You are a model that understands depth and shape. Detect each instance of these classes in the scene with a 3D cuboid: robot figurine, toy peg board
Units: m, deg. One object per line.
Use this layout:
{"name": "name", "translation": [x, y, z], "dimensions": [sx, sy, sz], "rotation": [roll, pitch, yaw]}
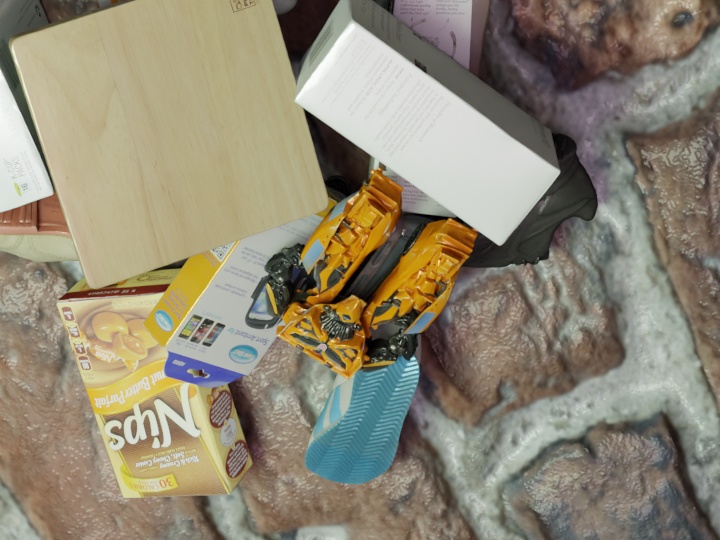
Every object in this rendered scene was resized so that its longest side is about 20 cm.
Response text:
{"name": "robot figurine", "translation": [0.001, 0.012, 1.550], "dimensions": [0.144, 0.058, 0.200], "rotation": [31, 132, -8]}
{"name": "toy peg board", "translation": [-0.152, -0.119, 1.495], "dimensions": [0.198, 0.098, 0.201], "rotation": [-19, 109, -11]}

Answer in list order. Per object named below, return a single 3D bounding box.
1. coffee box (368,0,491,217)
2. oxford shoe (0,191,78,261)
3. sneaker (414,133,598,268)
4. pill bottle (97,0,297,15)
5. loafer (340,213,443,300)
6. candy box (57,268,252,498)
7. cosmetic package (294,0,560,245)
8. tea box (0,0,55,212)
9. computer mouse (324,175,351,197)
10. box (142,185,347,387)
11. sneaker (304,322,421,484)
{"name": "coffee box", "translation": [0.056, -0.160, 1.581], "dimensions": [0.079, 0.115, 0.201], "rotation": [6, 112, -2]}
{"name": "oxford shoe", "translation": [-0.246, -0.040, 1.667], "dimensions": [0.199, 0.071, 0.074], "rotation": [12, 152, -14]}
{"name": "sneaker", "translation": [0.115, -0.032, 1.657], "dimensions": [0.199, 0.076, 0.091], "rotation": [-29, 119, 16]}
{"name": "pill bottle", "translation": [-0.111, -0.255, 1.545], "dimensions": [0.198, 0.112, 0.113], "rotation": [-9, 112, 3]}
{"name": "loafer", "translation": [0.000, 0.000, 1.633], "dimensions": [0.063, 0.072, 0.200], "rotation": [23, 145, -26]}
{"name": "candy box", "translation": [-0.180, 0.101, 1.700], "dimensions": [0.115, 0.055, 0.201], "rotation": [-5, 113, 26]}
{"name": "cosmetic package", "translation": [0.051, -0.118, 1.478], "dimensions": [0.199, 0.113, 0.081], "rotation": [33, 109, -13]}
{"name": "tea box", "translation": [-0.344, -0.120, 1.552], "dimensions": [0.195, 0.200, 0.134], "rotation": [-19, 111, 7]}
{"name": "computer mouse", "translation": [-0.119, -0.052, 1.663], "dimensions": [0.199, 0.046, 0.141], "rotation": [21, 104, -20]}
{"name": "box", "translation": [-0.095, 0.008, 1.616], "dimensions": [0.200, 0.041, 0.119], "rotation": [-52, 144, 11]}
{"name": "sneaker", "translation": [0.008, 0.113, 1.715], "dimensions": [0.076, 0.081, 0.201], "rotation": [20, 130, -9]}
